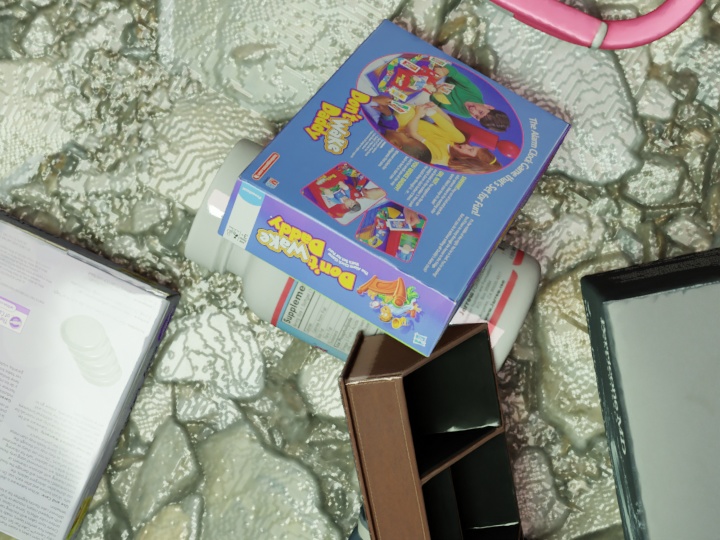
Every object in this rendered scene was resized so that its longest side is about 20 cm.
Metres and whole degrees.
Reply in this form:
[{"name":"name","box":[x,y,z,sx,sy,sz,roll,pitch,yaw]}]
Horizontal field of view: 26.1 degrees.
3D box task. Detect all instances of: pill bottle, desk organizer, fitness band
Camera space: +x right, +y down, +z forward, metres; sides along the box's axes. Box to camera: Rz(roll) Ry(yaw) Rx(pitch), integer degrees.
[{"name":"pill bottle","box":[0.000,0.000,0.941,0.200,0.109,0.109,27,95,2]},{"name":"desk organizer","box":[0.047,0.135,0.883,0.077,0.072,0.201,-7,108,12]},{"name":"fitness band","box":[0.129,-0.221,0.955,0.200,0.037,0.144,27,95,1]}]

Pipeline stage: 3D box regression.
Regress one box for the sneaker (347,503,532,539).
[{"name":"sneaker","box":[0.083,0.212,0.979,0.199,0.070,0.082,22,112,5]}]

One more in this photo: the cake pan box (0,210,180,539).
[{"name":"cake pan box","box":[-0.241,0.058,0.990,0.200,0.052,0.185,23,93,2]}]

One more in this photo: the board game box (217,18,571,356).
[{"name":"board game box","box":[0.025,-0.055,0.892,0.134,0.200,0.045,31,132,6]}]

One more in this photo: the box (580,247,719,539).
[{"name":"box","box":[0.202,0.093,0.888,0.117,0.200,0.197,-10,92,4]}]
